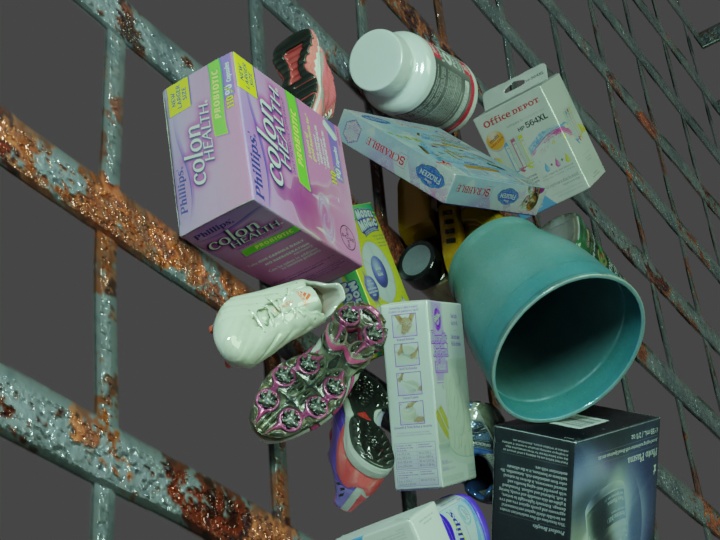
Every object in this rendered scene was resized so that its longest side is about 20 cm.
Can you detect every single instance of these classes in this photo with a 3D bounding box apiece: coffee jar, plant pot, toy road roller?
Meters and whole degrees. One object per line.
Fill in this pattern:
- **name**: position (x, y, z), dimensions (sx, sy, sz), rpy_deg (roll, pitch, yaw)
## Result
- **coffee jar**: position (0.358, 0.012, 2.385), dimensions (0.200, 0.085, 0.105), rpy_deg (49, 30, -32)
- **plant pot**: position (0.201, 0.041, 1.773), dimensions (0.200, 0.200, 0.188), rpy_deg (42, 8, -40)
- **toy road roller**: position (0.135, -0.046, 1.928), dimensions (0.123, 0.145, 0.202), rpy_deg (40, 35, -43)

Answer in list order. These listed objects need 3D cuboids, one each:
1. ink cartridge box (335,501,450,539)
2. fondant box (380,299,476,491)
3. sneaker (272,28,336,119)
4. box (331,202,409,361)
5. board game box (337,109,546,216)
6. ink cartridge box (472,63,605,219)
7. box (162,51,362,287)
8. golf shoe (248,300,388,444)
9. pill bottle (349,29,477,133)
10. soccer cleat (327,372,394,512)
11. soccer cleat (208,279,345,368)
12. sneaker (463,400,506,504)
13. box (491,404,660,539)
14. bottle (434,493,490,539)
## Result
- **ink cartridge box**: position (0.051, 0.342, 1.463), dimensions (0.068, 0.114, 0.202), rpy_deg (-16, 83, -64)
- **fondant box**: position (0.077, 0.137, 1.679), dimensions (0.144, 0.057, 0.203), rpy_deg (9, 75, -71)
- **sneaker**: position (-0.056, -0.197, 1.772), dimensions (0.087, 0.073, 0.202), rpy_deg (48, 30, -36)
- **box**: position (0.000, 0.000, 1.742), dimensions (0.202, 0.048, 0.117), rpy_deg (66, 24, 4)
- **board game box**: position (0.100, -0.134, 1.886), dimensions (0.199, 0.042, 0.199), rpy_deg (34, 18, 37)
- **ink cartridge box**: position (0.273, -0.205, 2.359), dimensions (0.202, 0.127, 0.125), rpy_deg (62, 26, -5)
- **box**: position (-0.100, -0.095, 1.570), dimensions (0.199, 0.096, 0.178), rpy_deg (30, 43, -50)
- **golf shoe**: position (-0.046, 0.117, 1.514), dimensions (0.072, 0.092, 0.200), rpy_deg (40, 47, 9)
- **pill bottle**: position (0.068, -0.254, 2.019), dimensions (0.199, 0.110, 0.112), rpy_deg (16, 54, -58)
- **soccer cleat**: position (-0.009, 0.168, 1.573), dimensions (0.068, 0.074, 0.201), rpy_deg (26, 22, -17)
- **soccer cleat**: position (-0.082, 0.044, 1.505), dimensions (0.070, 0.077, 0.200), rpy_deg (65, 25, 0)
- **sneaker**: position (0.159, 0.252, 1.819), dimensions (0.201, 0.076, 0.086), rpy_deg (53, 44, -29)
- **box**: position (0.255, 0.275, 1.785), dimensions (0.199, 0.122, 0.202), rpy_deg (-7, 101, -49)
- **bottle**: position (0.074, 0.296, 1.605), dimensions (0.199, 0.065, 0.085), rpy_deg (-9, 77, -64)
